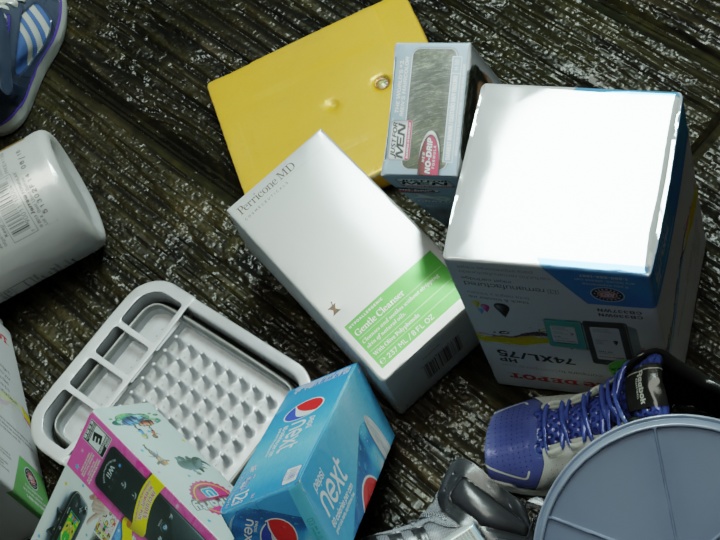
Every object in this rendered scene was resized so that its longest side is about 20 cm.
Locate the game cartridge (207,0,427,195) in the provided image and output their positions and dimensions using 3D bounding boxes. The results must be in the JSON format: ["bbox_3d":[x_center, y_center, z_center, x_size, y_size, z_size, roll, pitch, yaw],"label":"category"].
[{"bbox_3d":[-0.020,-0.135,1.403,0.198,0.032,0.177,-25,56,5],"label":"game cartridge"}]

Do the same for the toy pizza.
[{"bbox_3d":[0.214,0.194,1.077,0.198,0.032,0.203,1,96,11],"label":"toy pizza"}]

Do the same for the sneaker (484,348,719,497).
[{"bbox_3d":[0.182,0.101,1.141,0.197,0.115,0.081,-4,58,15],"label":"sneaker"}]

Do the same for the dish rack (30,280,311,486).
[{"bbox_3d":[-0.146,0.116,1.282,0.199,0.044,0.172,29,71,30],"label":"dish rack"}]

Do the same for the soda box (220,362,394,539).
[{"bbox_3d":[-0.032,0.141,1.133,0.064,0.068,0.200,-23,13,19],"label":"soda box"}]

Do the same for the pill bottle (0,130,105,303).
[{"bbox_3d":[-0.330,-0.026,1.383,0.199,0.115,0.115,-28,56,0],"label":"pill bottle"}]

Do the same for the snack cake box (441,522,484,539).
[{"bbox_3d":[0.080,0.279,1.049,0.114,0.067,0.201,-32,82,-6],"label":"snack cake box"}]

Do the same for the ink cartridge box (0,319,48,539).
[{"bbox_3d":[-0.329,0.109,1.282,0.083,0.145,0.201,-25,56,4],"label":"ink cartridge box"}]

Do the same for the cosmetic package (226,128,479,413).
[{"bbox_3d":[0.000,0.000,1.266,0.107,0.085,0.200,-42,66,-7],"label":"cosmetic package"}]

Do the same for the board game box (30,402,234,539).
[{"bbox_3d":[-0.143,0.215,1.163,0.200,0.064,0.148,38,112,29],"label":"board game box"}]

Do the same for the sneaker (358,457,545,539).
[{"bbox_3d":[0.039,0.194,1.159,0.198,0.076,0.115,7,61,14],"label":"sneaker"}]

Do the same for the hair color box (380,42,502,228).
[{"bbox_3d":[0.076,-0.096,1.230,0.060,0.200,0.100,3,81,19],"label":"hair color box"}]

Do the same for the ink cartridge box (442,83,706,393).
[{"bbox_3d":[0.162,-0.016,1.167,0.145,0.200,0.147,5,63,20],"label":"ink cartridge box"}]

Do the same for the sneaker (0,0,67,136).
[{"bbox_3d":[-0.344,-0.241,1.496,0.080,0.147,0.202,0,60,18],"label":"sneaker"}]
